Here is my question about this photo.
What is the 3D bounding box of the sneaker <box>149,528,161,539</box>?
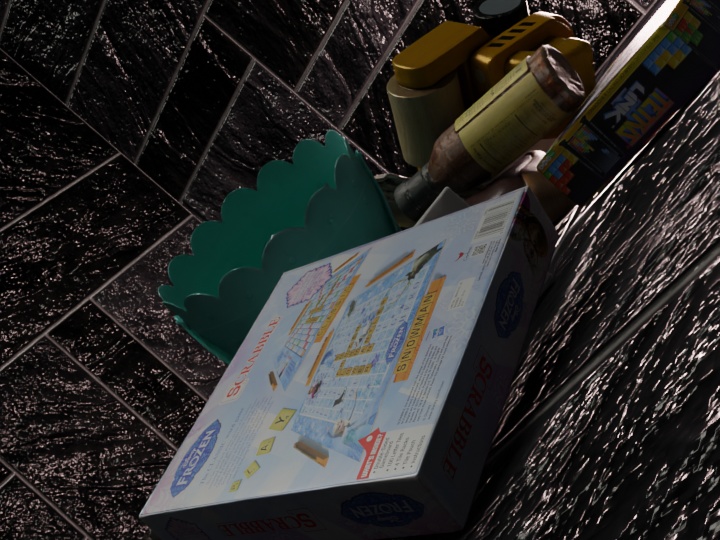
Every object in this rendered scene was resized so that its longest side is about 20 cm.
[{"bbox_3d":[-0.125,0.239,0.739,0.198,0.071,0.100,-3,40,47],"label":"sneaker"}]

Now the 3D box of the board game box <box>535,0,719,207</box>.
[{"bbox_3d":[0.243,-0.165,0.806,0.200,0.057,0.166,-49,-1,-44],"label":"board game box"}]

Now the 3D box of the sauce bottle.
[{"bbox_3d":[0.111,-0.117,0.879,0.199,0.066,0.066,-37,6,34],"label":"sauce bottle"}]

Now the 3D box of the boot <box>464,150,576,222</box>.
[{"bbox_3d":[0.115,-0.056,0.927,0.164,0.074,0.200,-21,4,-4],"label":"boot"}]

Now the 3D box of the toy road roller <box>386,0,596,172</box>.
[{"bbox_3d":[0.137,-0.173,0.936,0.199,0.145,0.124,-36,-51,-24],"label":"toy road roller"}]

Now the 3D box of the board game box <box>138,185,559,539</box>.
[{"bbox_3d":[-0.004,0.057,0.533,0.197,0.041,0.201,-18,31,40],"label":"board game box"}]

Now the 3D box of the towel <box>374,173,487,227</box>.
[{"bbox_3d":[0.027,-0.072,1.023,0.132,0.197,0.035,-12,79,60],"label":"towel"}]

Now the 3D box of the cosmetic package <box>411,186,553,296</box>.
[{"bbox_3d":[0.035,0.053,0.687,0.200,0.107,0.090,-48,-2,-26],"label":"cosmetic package"}]

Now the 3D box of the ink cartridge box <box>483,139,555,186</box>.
[{"bbox_3d":[0.158,-0.113,1.133,0.144,0.084,0.200,-10,-16,-15],"label":"ink cartridge box"}]

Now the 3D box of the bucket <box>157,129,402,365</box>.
[{"bbox_3d":[-0.051,0.001,0.811,0.206,0.135,0.208,-35,22,17],"label":"bucket"}]
